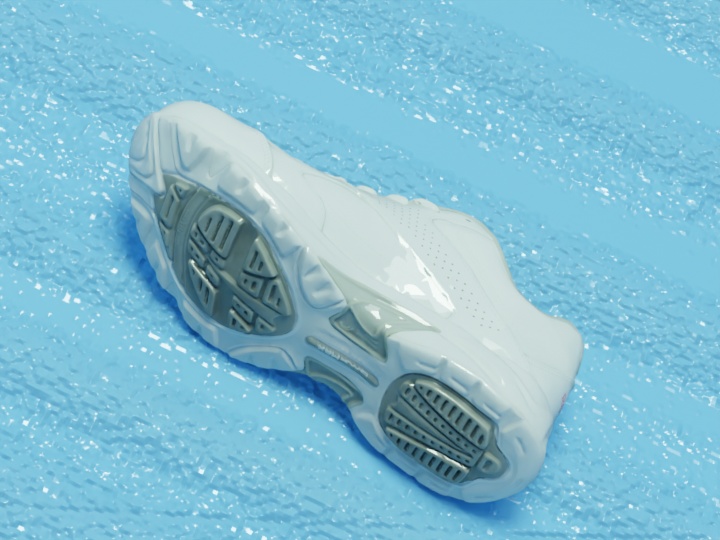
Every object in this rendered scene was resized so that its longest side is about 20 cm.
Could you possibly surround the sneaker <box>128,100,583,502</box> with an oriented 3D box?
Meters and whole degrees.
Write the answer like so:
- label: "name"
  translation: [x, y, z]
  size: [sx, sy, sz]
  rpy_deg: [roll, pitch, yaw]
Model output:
- label: "sneaker"
  translation: [0.000, 0.000, 1.122]
  size: [0.200, 0.078, 0.099]
  rpy_deg: [40, 42, 0]
